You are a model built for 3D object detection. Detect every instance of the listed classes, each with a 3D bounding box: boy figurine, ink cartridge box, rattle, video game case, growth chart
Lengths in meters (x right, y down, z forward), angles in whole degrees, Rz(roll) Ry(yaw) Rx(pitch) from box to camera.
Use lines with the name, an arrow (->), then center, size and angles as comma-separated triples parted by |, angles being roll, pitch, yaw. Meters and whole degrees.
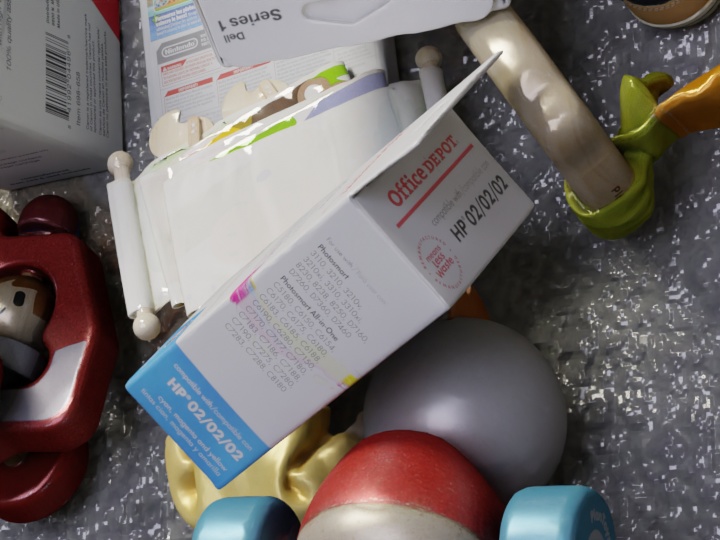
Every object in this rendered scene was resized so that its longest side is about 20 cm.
boy figurine -> -0.040, 0.092, 1.425 | 0.124, 0.064, 0.201 | -7, 76, 29
ink cartridge box -> 0.002, -0.195, 1.380 | 0.144, 0.084, 0.201 | -11, 35, 18
rattle -> 0.104, -0.122, 1.368 | 0.143, 0.130, 0.200 | -48, 38, 17
video game case -> -0.052, -0.151, 1.513 | 0.143, 0.018, 0.201 | -15, 72, 28
ink cartridge box -> 0.000, 0.000, 1.293 | 0.068, 0.115, 0.200 | 48, 124, -4
growth chart -> -0.039, -0.043, 1.431 | 0.199, 0.018, 0.145 | -19, 48, 19
ink cartridge box -> -0.212, -0.137, 1.497 | 0.083, 0.200, 0.145 | -11, 73, 28

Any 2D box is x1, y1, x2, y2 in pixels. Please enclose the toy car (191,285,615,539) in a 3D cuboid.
toy car -> 0.050, 0.101, 1.341 | 0.183, 0.177, 0.201 | -4, 48, 26

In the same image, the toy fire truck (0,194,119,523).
toy fire truck -> -0.214, 0.035, 1.525 | 0.199, 0.112, 0.169 | -5, 58, 29

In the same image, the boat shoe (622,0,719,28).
boat shoe -> 0.143, -0.217, 1.386 | 0.074, 0.062, 0.201 | -5, 75, 32
